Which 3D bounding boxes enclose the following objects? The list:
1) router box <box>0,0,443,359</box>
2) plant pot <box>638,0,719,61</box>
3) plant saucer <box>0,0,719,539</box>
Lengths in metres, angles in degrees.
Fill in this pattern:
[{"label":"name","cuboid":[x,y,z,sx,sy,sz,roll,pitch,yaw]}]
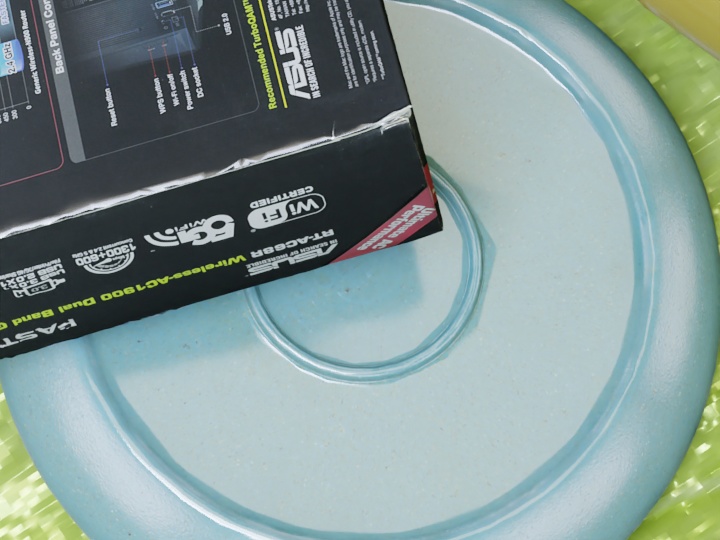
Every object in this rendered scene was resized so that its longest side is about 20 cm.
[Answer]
[{"label":"router box","cuboid":[-0.075,-0.083,0.701,0.149,0.062,0.201,-15,61,2]},{"label":"plant pot","cuboid":[0.178,-0.093,0.690,0.189,0.201,0.201,27,76,20]},{"label":"plant saucer","cuboid":[0.000,0.000,0.721,0.199,0.027,0.201,1,75,-3]}]
